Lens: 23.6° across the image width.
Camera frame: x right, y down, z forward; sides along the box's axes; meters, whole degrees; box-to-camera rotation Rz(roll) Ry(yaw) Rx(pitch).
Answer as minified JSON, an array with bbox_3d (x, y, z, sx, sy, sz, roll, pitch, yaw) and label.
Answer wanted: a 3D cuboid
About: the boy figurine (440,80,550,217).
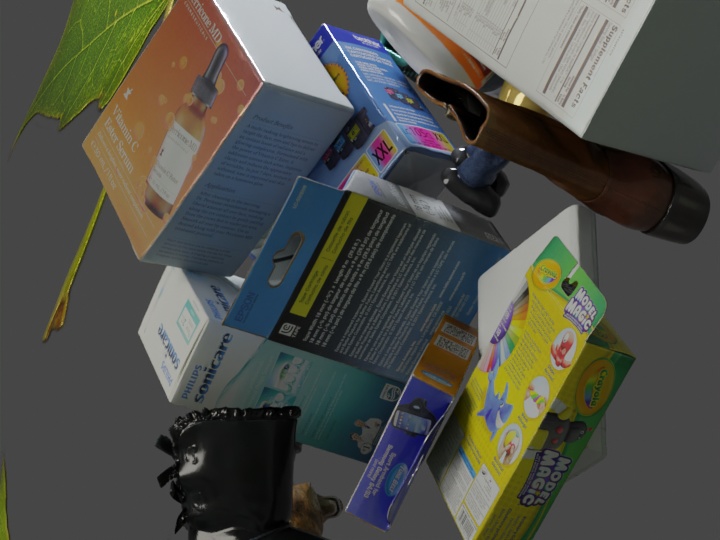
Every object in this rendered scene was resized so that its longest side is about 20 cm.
[{"bbox_3d":[0.142,-0.140,1.360,0.200,0.064,0.124,-51,5,30],"label":"boy figurine"}]

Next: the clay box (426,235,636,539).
[{"bbox_3d":[0.121,0.088,1.201,0.201,0.047,0.115,-62,25,19],"label":"clay box"}]

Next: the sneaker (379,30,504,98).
[{"bbox_3d":[0.079,-0.192,1.494,0.200,0.091,0.078,-6,67,63],"label":"sneaker"}]

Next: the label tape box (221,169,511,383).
[{"bbox_3d":[0.000,0.000,1.392,0.145,0.199,0.063,-61,26,20],"label":"label tape box"}]

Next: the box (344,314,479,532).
[{"bbox_3d":[0.041,0.115,1.308,0.120,0.041,0.200,-65,-6,16],"label":"box"}]

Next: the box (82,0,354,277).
[{"bbox_3d":[-0.126,-0.122,1.479,0.200,0.106,0.153,-52,50,25],"label":"box"}]

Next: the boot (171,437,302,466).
[{"bbox_3d":[-0.134,0.228,1.653,0.211,0.079,0.159,-21,54,58],"label":"boot"}]

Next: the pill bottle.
[{"bbox_3d":[0.111,-0.241,1.371,0.200,0.114,0.114,-45,26,-2],"label":"pill bottle"}]

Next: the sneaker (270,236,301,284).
[{"bbox_3d":[-0.004,-0.005,1.568,0.199,0.071,0.074,-5,61,45],"label":"sneaker"}]

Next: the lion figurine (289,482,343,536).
[{"bbox_3d":[-0.059,0.281,1.471,0.122,0.072,0.202,152,128,-79],"label":"lion figurine"}]

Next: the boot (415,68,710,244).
[{"bbox_3d":[0.121,-0.088,1.205,0.069,0.199,0.189,-62,26,18],"label":"boot"}]

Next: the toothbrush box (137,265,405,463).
[{"bbox_3d":[-0.079,0.077,1.502,0.086,0.199,0.146,-65,25,14],"label":"toothbrush box"}]

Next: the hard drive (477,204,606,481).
[{"bbox_3d":[0.132,0.068,1.280,0.132,0.026,0.201,-41,38,48],"label":"hard drive"}]

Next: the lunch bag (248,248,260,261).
[{"bbox_3d":[-0.064,-0.089,1.739,0.161,0.075,0.200,-63,25,13],"label":"lunch bag"}]

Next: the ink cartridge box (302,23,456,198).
[{"bbox_3d":[-0.016,-0.116,1.497,0.137,0.076,0.201,-52,48,25],"label":"ink cartridge box"}]

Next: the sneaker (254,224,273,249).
[{"bbox_3d":[-0.078,-0.064,1.622,0.100,0.198,0.075,82,-178,-72],"label":"sneaker"}]

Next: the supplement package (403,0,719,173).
[{"bbox_3d":[0.166,-0.188,1.173,0.200,0.151,0.151,43,113,40],"label":"supplement package"}]

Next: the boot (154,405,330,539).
[{"bbox_3d":[-0.063,0.189,1.380,0.073,0.197,0.164,36,-129,-79],"label":"boot"}]
